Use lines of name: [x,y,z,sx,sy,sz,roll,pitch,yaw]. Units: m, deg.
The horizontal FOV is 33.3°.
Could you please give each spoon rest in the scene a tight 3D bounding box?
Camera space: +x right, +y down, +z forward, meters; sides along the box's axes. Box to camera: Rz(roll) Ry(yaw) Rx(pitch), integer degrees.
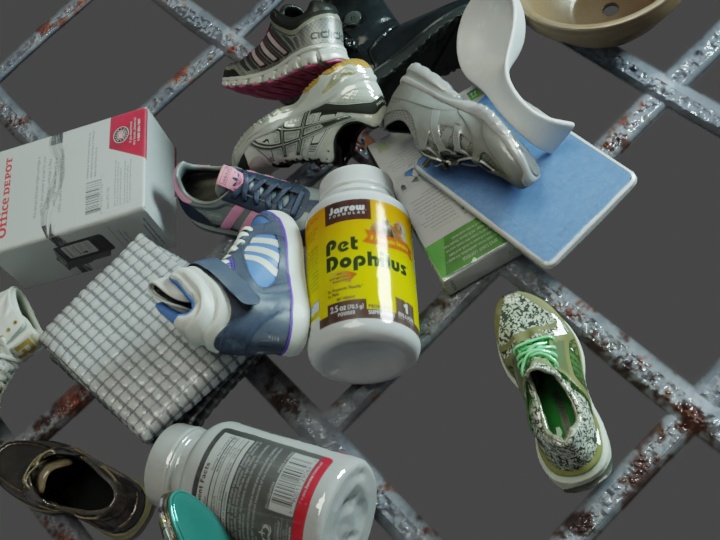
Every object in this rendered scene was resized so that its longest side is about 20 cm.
spoon rest: [0.145,-0.207,1.207,0.100,0.060,0.202,-53,46,37]

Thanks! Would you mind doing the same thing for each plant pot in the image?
plant pot: [0.258,-0.302,1.269,0.198,0.093,0.203,-11,56,16]

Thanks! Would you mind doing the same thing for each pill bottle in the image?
pill bottle: [0.000,0.000,1.175,0.108,0.110,0.202,-12,56,14]
pill bottle: [-0.094,0.200,1.088,0.198,0.111,0.112,12,65,27]

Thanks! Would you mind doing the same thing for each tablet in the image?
tablet: [0.159,-0.097,1.189,0.130,0.014,0.200,-44,56,-9]

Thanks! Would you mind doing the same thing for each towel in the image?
towel: [-0.206,0.078,1.226,0.199,0.086,0.166,34,69,29]

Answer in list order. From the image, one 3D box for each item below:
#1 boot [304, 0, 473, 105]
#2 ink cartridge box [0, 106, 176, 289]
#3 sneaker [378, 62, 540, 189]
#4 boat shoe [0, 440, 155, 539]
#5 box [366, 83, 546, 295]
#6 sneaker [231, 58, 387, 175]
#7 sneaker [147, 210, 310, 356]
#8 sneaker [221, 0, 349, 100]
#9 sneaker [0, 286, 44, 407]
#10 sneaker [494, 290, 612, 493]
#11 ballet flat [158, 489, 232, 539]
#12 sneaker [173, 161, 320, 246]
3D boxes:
boot: [0.037,-0.280,1.353,0.199,0.076,0.169,-34,57,7]
ink cartridge box: [-0.314,-0.081,1.366,0.197,0.084,0.147,-15,56,13]
sneaker: [0.097,-0.125,1.189,0.082,0.075,0.200,-51,49,2]
boat shoe: [-0.292,0.203,1.189,0.198,0.074,0.075,11,64,27]
box: [0.107,-0.088,1.234,0.143,0.036,0.201,-29,53,3]
sneaker: [-0.055,-0.138,1.291,0.199,0.075,0.088,-34,81,30]
sneaker: [-0.132,0.001,1.162,0.144,0.081,0.201,9,37,-21]
sneaker: [-0.084,-0.247,1.346,0.199,0.073,0.089,-9,78,50]
sneaker: [-0.392,0.105,1.290,0.114,0.074,0.202,-24,53,10]
sneaker: [0.166,0.090,1.066,0.076,0.089,0.202,-24,54,6]
ballet flat: [-0.118,0.279,1.027,0.072,0.072,0.201,-42,95,-8]
sneaker: [-0.114,-0.075,1.283,0.197,0.082,0.071,5,61,24]
